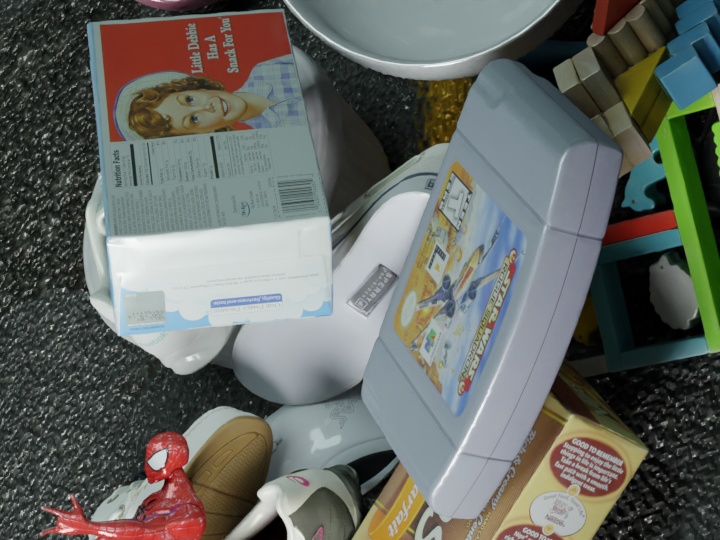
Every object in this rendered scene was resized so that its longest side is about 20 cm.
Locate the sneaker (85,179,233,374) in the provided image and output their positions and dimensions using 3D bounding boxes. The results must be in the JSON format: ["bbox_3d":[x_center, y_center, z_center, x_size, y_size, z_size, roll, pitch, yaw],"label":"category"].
[{"bbox_3d":[-0.115,-0.043,1.238,0.070,0.080,0.201,-28,49,30],"label":"sneaker"}]

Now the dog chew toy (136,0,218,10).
[{"bbox_3d":[-0.118,-0.278,1.491,0.124,0.124,0.201,-18,47,35],"label":"dog chew toy"}]

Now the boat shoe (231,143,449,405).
[{"bbox_3d":[0.000,0.000,1.189,0.200,0.071,0.070,-48,11,40],"label":"boat shoe"}]

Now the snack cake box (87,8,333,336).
[{"bbox_3d":[-0.083,-0.058,1.158,0.114,0.068,0.201,-6,40,-5],"label":"snack cake box"}]

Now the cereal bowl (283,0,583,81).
[{"bbox_3d":[0.047,-0.197,1.177,0.199,0.083,0.202,-3,81,18],"label":"cereal bowl"}]

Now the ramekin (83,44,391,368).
[{"bbox_3d":[-0.068,-0.033,1.315,0.202,0.094,0.204,-22,54,33],"label":"ramekin"}]

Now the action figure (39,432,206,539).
[{"bbox_3d":[-0.134,0.181,1.142,0.065,0.098,0.201,-151,69,-70],"label":"action figure"}]

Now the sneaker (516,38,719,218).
[{"bbox_3d":[0.155,-0.081,1.144,0.199,0.082,0.074,12,72,44],"label":"sneaker"}]

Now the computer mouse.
[{"bbox_3d":[-0.053,0.118,1.252,0.200,0.044,0.110,-37,46,21],"label":"computer mouse"}]

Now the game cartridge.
[{"bbox_3d":[0.061,0.011,1.049,0.133,0.041,0.201,-121,48,-63],"label":"game cartridge"}]

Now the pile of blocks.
[{"bbox_3d":[0.156,-0.143,1.085,0.082,0.062,0.201,-4,49,41],"label":"pile of blocks"}]

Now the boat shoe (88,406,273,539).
[{"bbox_3d":[-0.124,0.150,1.228,0.201,0.071,0.069,-56,46,14],"label":"boat shoe"}]

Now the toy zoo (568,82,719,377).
[{"bbox_3d":[0.125,-0.012,1.130,0.199,0.020,0.132,-14,90,37],"label":"toy zoo"}]

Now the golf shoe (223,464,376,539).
[{"bbox_3d":[-0.068,0.190,1.180,0.077,0.088,0.201,37,103,35],"label":"golf shoe"}]

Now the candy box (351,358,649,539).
[{"bbox_3d":[0.053,0.138,1.098,0.201,0.055,0.115,-58,28,10],"label":"candy box"}]
